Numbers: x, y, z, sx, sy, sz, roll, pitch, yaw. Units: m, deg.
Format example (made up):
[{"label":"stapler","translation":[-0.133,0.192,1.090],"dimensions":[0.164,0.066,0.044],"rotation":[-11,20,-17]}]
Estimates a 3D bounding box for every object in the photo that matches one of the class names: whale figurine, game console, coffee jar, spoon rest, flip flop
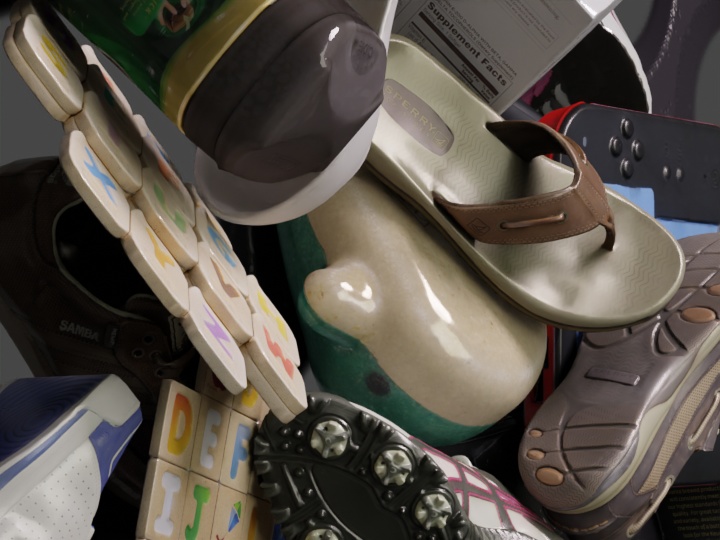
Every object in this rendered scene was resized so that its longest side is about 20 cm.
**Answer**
[{"label":"whale figurine","translation":[0.000,0.000,1.091],"dimensions":[0.200,0.104,0.159],"rotation":[49,32,0]},{"label":"game console","translation":[0.149,0.016,1.180],"dimensions":[0.176,0.031,0.202],"rotation":[3,87,-46]},{"label":"coffee jar","translation":[-0.081,-0.124,0.925],"dimensions":[0.200,0.085,0.104],"rotation":[44,8,14]},{"label":"spoon rest","translation":[0.001,-0.100,0.987],"dimensions":[0.200,0.099,0.061],"rotation":[-45,129,-2]},{"label":"flip flop","translation":[0.073,-0.043,1.045],"dimensions":[0.200,0.058,0.081],"rotation":[40,64,-11]}]

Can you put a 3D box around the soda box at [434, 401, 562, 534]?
[{"label":"soda box","translation":[0.098,0.093,1.197],"dimensions":[0.200,0.063,0.071],"rotation":[-33,106,-50]}]

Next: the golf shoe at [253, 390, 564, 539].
[{"label":"golf shoe","translation":[0.028,0.118,1.040],"dimensions":[0.200,0.077,0.088],"rotation":[39,15,-20]}]

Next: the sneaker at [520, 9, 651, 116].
[{"label":"sneaker","translation":[0.118,-0.158,1.275],"dimensions":[0.201,0.080,0.087],"rotation":[63,30,-28]}]

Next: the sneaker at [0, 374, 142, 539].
[{"label":"sneaker","translation":[-0.150,0.141,0.877],"dimensions":[0.200,0.080,0.116],"rotation":[-53,125,-35]}]

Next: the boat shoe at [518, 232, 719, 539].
[{"label":"boat shoe","translation":[0.147,0.060,1.116],"dimensions":[0.200,0.074,0.074],"rotation":[-48,134,-30]}]

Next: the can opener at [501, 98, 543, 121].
[{"label":"can opener","translation":[0.056,-0.093,1.206],"dimensions":[0.200,0.079,0.063],"rotation":[19,28,-51]}]

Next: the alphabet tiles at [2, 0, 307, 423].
[{"label":"alphabet tiles","translation":[-0.085,-0.028,0.937],"dimensions":[0.200,0.015,0.196],"rotation":[54,6,-18]}]

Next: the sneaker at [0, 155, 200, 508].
[{"label":"sneaker","translation":[-0.097,0.036,0.959],"dimensions":[0.200,0.075,0.071],"rotation":[54,45,-28]}]

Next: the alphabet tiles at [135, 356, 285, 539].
[{"label":"alphabet tiles","translation":[-0.063,0.129,0.976],"dimensions":[0.166,0.006,0.201],"rotation":[37,59,-66]}]

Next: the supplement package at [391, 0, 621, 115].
[{"label":"supplement package","translation":[0.051,-0.197,1.113],"dimensions":[0.200,0.111,0.156],"rotation":[47,43,0]}]

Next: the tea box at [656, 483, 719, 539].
[{"label":"tea box","translation":[0.294,0.136,1.321],"dimensions":[0.133,0.199,0.198],"rotation":[-25,102,-50]}]
